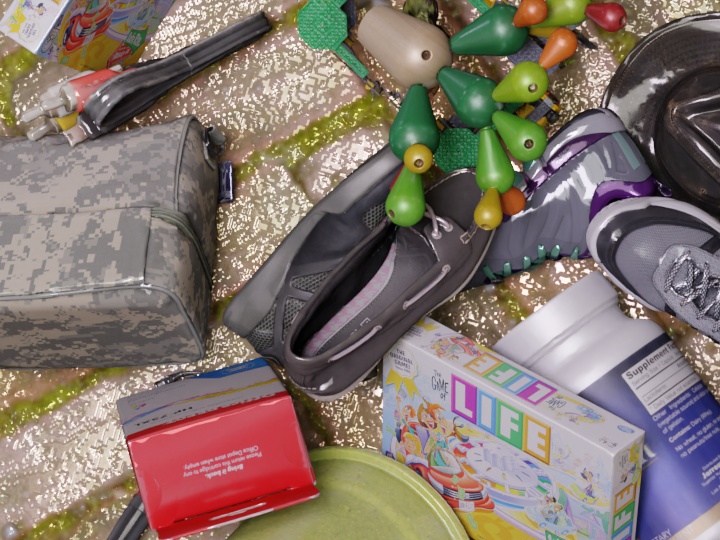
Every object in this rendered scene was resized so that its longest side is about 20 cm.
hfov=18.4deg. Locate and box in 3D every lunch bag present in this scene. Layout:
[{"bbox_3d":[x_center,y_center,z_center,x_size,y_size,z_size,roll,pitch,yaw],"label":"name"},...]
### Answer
[{"bbox_3d":[-0.198,-0.027,1.595,0.199,0.139,0.169,-3,65,11],"label":"lunch bag"}]

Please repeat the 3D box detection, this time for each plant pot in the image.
[{"bbox_3d":[-0.045,0.240,1.504,0.200,0.184,0.201,7,106,28],"label":"plant pot"}]

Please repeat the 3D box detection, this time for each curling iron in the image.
[{"bbox_3d":[-0.162,0.161,1.638,0.049,0.026,0.201,27,92,3],"label":"curling iron"}]

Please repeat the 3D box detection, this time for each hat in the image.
[{"bbox_3d":[0.259,-0.090,1.540,0.200,0.081,0.202,0,89,11],"label":"hat"}]

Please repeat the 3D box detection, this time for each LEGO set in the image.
[{"bbox_3d":[0.061,-0.174,1.580,0.200,0.116,0.154,35,114,-3],"label":"LEGO set"}]

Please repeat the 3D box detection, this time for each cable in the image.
[{"bbox_3d":[-0.146,-0.148,1.573,0.200,0.097,0.050,-35,91,-22],"label":"cable"}]

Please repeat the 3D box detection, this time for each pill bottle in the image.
[{"bbox_3d":[0.186,0.106,1.532,0.116,0.116,0.200,-37,82,7],"label":"pill bottle"}]

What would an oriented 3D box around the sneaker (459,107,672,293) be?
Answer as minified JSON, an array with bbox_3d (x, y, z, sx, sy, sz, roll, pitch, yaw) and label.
[{"bbox_3d":[0.121,-0.021,1.556,0.200,0.074,0.088,-42,77,18],"label":"sneaker"}]

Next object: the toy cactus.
[{"bbox_3d":[0.070,-0.124,1.480,0.165,0.102,0.200,39,97,30],"label":"toy cactus"}]

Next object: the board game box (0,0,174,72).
[{"bbox_3d":[-0.174,-0.204,1.562,0.034,0.200,0.135,33,95,10],"label":"board game box"}]

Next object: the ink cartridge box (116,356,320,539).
[{"bbox_3d":[-0.100,0.120,1.525,0.116,0.200,0.068,-16,99,-7],"label":"ink cartridge box"}]

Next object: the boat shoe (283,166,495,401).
[{"bbox_3d":[0.023,0.002,1.495,0.067,0.057,0.200,36,78,27],"label":"boat shoe"}]

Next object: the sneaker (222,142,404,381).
[{"bbox_3d":[0.000,0.000,1.579,0.114,0.076,0.200,41,111,2],"label":"sneaker"}]

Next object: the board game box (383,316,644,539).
[{"bbox_3d":[0.099,0.128,1.509,0.200,0.034,0.135,27,131,35],"label":"board game box"}]

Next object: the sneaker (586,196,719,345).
[{"bbox_3d":[0.247,0.022,1.493,0.199,0.114,0.076,29,105,-14],"label":"sneaker"}]
